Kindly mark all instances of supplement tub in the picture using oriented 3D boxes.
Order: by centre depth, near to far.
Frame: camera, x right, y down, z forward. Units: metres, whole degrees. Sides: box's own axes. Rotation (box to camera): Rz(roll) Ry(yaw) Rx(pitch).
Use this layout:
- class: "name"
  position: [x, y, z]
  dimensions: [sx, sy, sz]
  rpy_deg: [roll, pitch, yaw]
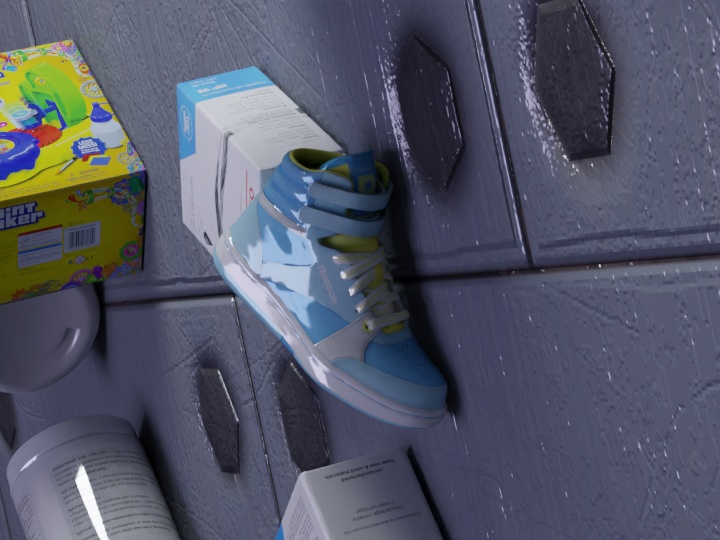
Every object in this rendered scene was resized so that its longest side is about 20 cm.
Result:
- class: "supplement tub"
  position: [-0.229, 0.246, 2.314]
  dimensions: [0.132, 0.131, 0.201]
  rpy_deg: [108, 144, -53]
- class: "supplement tub"
  position: [-0.343, 0.009, 2.451]
  dimensions: [0.200, 0.144, 0.146]
  rpy_deg: [-131, 35, -51]

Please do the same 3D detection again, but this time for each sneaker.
- class: "sneaker"
  position: [0.000, 0.000, 1.669]
  dimensions: [0.200, 0.079, 0.131]
  rpy_deg: [42, 117, 19]

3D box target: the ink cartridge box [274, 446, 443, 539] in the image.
- class: "ink cartridge box"
  position: [0.016, 0.246, 1.753]
  dimensions: [0.146, 0.084, 0.201]
  rpy_deg: [113, 139, -56]

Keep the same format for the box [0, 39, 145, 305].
- class: "box"
  position: [-0.314, -0.081, 2.247]
  dimensions: [0.123, 0.199, 0.193]
  rpy_deg: [97, 150, -42]

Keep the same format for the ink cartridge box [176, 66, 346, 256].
- class: "ink cartridge box"
  position: [-0.063, -0.050, 1.808]
  dimensions: [0.200, 0.066, 0.117]
  rpy_deg: [-135, 38, -54]
